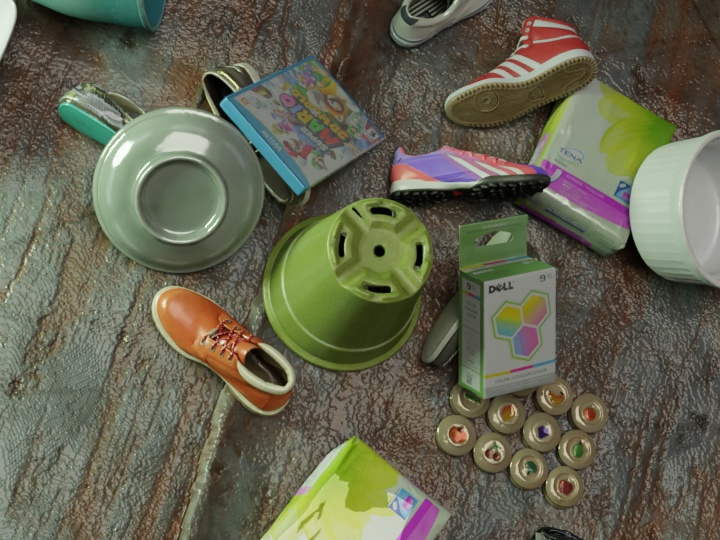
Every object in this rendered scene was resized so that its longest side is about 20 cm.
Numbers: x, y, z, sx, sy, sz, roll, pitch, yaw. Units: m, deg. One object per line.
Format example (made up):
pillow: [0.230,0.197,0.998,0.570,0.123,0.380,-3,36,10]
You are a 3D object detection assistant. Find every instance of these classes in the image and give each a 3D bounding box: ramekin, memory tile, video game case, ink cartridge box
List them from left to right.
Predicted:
video game case: [-0.066,-0.180,1.636,0.143,0.018,0.200,49,38,2]
ink cartridge box: [0.173,0.042,1.594,0.104,0.059,0.200,-10,108,-28]
memory tile: [0.201,0.188,1.656,0.200,0.017,0.153,26,70,-6]
ramekin: [0.434,-0.075,1.714,0.200,0.098,0.201,0,90,-38]

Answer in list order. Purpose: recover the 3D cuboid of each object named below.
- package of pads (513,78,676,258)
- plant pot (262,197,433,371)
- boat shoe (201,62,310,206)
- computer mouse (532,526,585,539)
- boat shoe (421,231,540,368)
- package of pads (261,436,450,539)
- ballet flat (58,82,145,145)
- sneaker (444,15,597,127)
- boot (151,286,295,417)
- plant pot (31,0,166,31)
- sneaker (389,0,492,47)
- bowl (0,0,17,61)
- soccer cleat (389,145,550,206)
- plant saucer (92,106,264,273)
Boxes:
package of pads: [0.301,-0.140,1.748,0.154,0.068,0.200,30,69,-6]
plant pot: [0.000,0.000,1.565,0.200,0.190,0.200,4,73,-13]
boat shoe: [-0.128,-0.162,1.633,0.060,0.072,0.200,-15,73,-46]
computer mouse: [0.258,0.408,1.590,0.138,0.053,0.200,17,71,-10]
boat shoe: [0.149,0.042,1.654,0.060,0.072,0.202,39,77,-16]
package of pads: [-0.018,0.307,1.530,0.154,0.068,0.200,39,69,-2]
ballet flat: [-0.264,-0.158,1.608,0.200,0.072,0.072,38,69,-3]
sneaker: [0.199,-0.261,1.755,0.200,0.071,0.113,-18,46,6]
boot: [-0.154,0.081,1.548,0.200,0.107,0.075,39,71,0]
plant pot: [-0.334,-0.389,1.594,0.188,0.200,0.200,4,73,1]
sneaker: [0.125,-0.362,1.762,0.200,0.071,0.073,-42,88,-21]
bowl: [-0.517,-0.260,1.566,0.200,0.075,0.200,23,71,-8]
soccer cleat: [0.135,-0.124,1.673,0.200,0.068,0.073,-3,71,13]
plant saucer: [-0.209,-0.087,1.558,0.200,0.050,0.200,-3,108,-9]
